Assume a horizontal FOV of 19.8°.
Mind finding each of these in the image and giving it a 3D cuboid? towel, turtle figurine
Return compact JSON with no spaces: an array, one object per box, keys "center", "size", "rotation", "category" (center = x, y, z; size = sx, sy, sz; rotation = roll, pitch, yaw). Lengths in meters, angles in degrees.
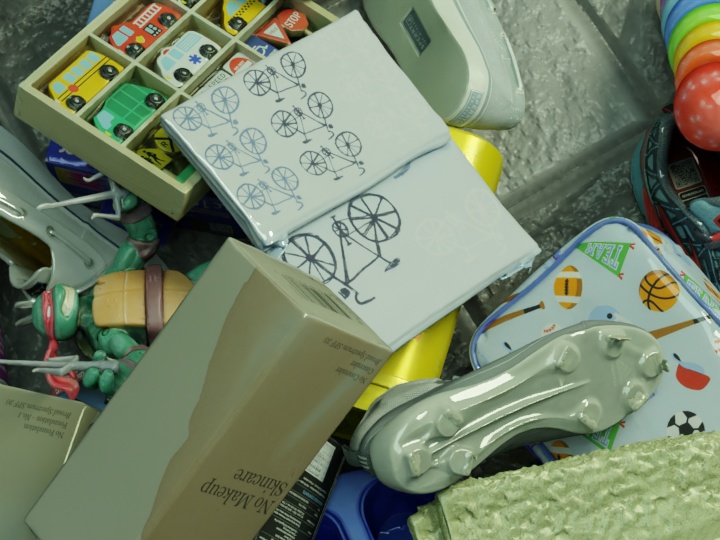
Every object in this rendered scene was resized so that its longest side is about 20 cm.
[{"center":[0.137,0.179,1.211],"size":[0.199,0.036,0.149],"rotation":[-14,85,-10],"category":"towel"},{"center":[-0.126,0.014,1.243],"size":[0.199,0.101,0.151],"rotation":[-4,67,-5],"category":"turtle figurine"}]

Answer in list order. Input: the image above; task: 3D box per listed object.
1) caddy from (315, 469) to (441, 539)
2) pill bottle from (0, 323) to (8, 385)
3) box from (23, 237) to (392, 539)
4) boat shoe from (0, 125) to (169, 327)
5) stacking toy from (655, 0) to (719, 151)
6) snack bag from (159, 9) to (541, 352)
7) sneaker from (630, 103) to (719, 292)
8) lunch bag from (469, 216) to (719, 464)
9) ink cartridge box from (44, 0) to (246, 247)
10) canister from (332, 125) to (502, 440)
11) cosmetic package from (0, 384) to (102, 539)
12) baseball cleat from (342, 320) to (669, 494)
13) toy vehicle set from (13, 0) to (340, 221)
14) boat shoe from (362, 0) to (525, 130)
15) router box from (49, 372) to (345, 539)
[{"center":[0.021,0.221,1.249],"size":[0.141,0.105,0.201],"rotation":[-22,72,-7],"category":"caddy"},{"center":[-0.286,0.035,1.317],"size":[0.112,0.112,0.201],"rotation":[-9,71,-2],"category":"pill bottle"},{"center":[-0.085,0.092,1.143],"size":[0.078,0.095,0.200],"rotation":[42,102,35],"category":"box"},{"center":[-0.196,-0.002,1.300],"size":[0.202,0.074,0.086],"rotation":[45,47,-25],"category":"boat shoe"},{"center":[0.230,-0.141,1.321],"size":[0.085,0.086,0.200],"rotation":[9,31,4],"category":"stacking toy"},{"center":[-0.001,-0.049,1.252],"size":[0.188,0.021,0.200],"rotation":[-32,82,-41],"category":"snack bag"},{"center":[0.232,-0.016,1.327],"size":[0.079,0.096,0.201],"rotation":[-26,73,-6],"category":"sneaker"},{"center":[0.169,0.073,1.298],"size":[0.160,0.075,0.200],"rotation":[-43,73,14],"category":"lunch bag"},{"center":[-0.126,-0.107,1.380],"size":[0.136,0.076,0.201],"rotation":[12,74,5],"category":"ink cartridge box"},{"center":[0.000,0.000,1.335],"size":[0.148,0.087,0.201],"rotation":[15,71,7],"category":"canister"},{"center":[-0.209,0.174,1.209],"size":[0.103,0.073,0.201],"rotation":[7,71,34],"category":"cosmetic package"},{"center":[0.081,0.072,1.231],"size":[0.199,0.106,0.070],"rotation":[-17,104,-26],"category":"baseball cleat"},{"center":[-0.107,-0.125,1.286],"size":[0.124,0.027,0.200],"rotation":[32,48,9],"category":"toy vehicle set"},{"center":[0.057,-0.167,1.397],"size":[0.071,0.070,0.201],"rotation":[16,40,-37],"category":"boat shoe"},{"center":[-0.123,0.149,1.254],"size":[0.199,0.062,0.151],"rotation":[10,73,35],"category":"router box"}]
